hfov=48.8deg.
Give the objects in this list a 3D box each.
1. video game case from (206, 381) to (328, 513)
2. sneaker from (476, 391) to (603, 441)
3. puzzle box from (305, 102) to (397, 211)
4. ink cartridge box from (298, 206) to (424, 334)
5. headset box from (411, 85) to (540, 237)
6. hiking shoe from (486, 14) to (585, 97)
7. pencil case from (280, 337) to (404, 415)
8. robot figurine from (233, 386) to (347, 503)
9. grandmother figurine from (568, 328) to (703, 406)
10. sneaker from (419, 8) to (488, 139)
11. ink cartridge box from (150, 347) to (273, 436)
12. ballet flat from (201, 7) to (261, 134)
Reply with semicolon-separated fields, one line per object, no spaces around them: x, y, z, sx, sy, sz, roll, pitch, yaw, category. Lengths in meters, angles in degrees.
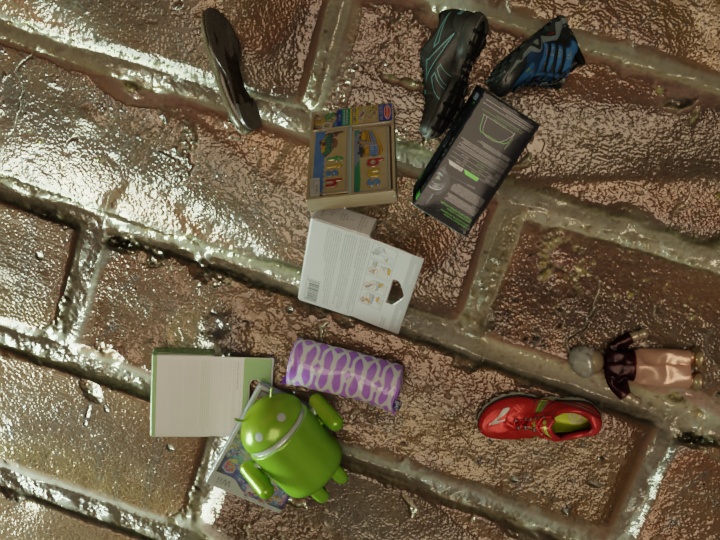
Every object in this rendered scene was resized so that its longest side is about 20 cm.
-0.152;0.301;1.339;0.143;0.018;0.200;27;101;-14;video game case
0.285;0.238;1.266;0.199;0.085;0.077;-6;98;7;sneaker
-0.011;-0.174;1.194;0.133;0.200;0.025;-5;140;6;puzzle box
0.000;0.000;1.222;0.176;0.045;0.200;19;141;4;ink cartridge box
0.159;-0.159;1.166;0.093;0.174;0.200;31;106;-4;headset box
0.262;-0.296;1.146;0.200;0.074;0.087;-42;96;-31;hiking shoe
-0.025;0.172;1.294;0.199;0.084;0.086;17;124;5;pencil case
-0.109;0.279;1.267;0.175;0.116;0.200;-42;108;-9;robot figurine
0.430;0.153;1.256;0.199;0.061;0.122;6;72;8;grandmother figurine
0.128;-0.302;1.217;0.079;0.075;0.200;26;102;24;sneaker
-0.251;0.206;1.338;0.199;0.048;0.146;2;100;-10;ink cartridge box
-0.212;-0.311;1.252;0.046;0.067;0.201;-11;102;40;ballet flat
